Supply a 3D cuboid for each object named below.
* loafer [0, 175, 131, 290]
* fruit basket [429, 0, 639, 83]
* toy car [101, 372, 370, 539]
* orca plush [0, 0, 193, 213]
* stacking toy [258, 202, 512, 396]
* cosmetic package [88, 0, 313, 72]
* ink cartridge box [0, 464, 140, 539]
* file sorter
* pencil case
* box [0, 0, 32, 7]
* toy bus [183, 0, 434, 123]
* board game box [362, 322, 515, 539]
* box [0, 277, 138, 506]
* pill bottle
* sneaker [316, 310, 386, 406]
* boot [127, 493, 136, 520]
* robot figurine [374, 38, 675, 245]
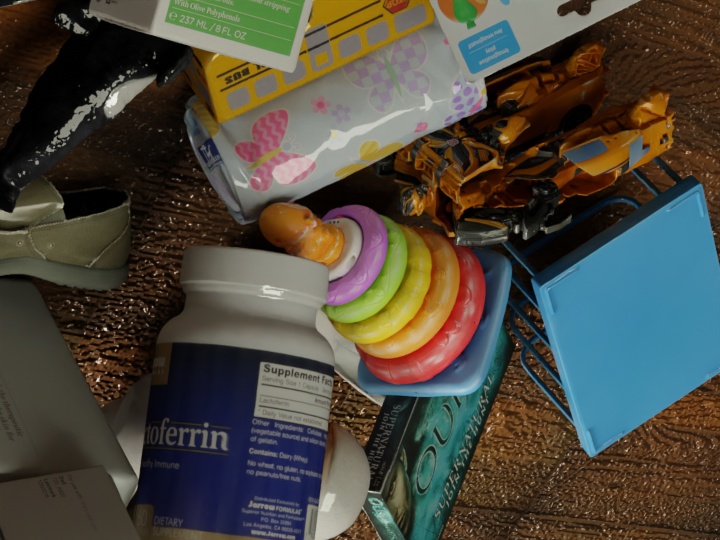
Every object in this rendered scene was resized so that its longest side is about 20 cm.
[{"bbox_3d":[-0.227,-0.037,1.635,0.199,0.075,0.070,7,112,-43],"label":"loafer"},{"bbox_3d":[0.105,-0.244,1.579,0.184,0.201,0.094,-26,-179,-11],"label":"fruit basket"},{"bbox_3d":[-0.087,0.105,1.779,0.174,0.151,0.200,20,159,-15],"label":"toy car"},{"bbox_3d":[-0.174,-0.133,1.561,0.200,0.105,0.071,-39,122,-1],"label":"orca plush"},{"bbox_3d":[0.000,0.000,1.716,0.200,0.116,0.110,33,64,-43],"label":"stacking toy"},{"bbox_3d":[-0.073,-0.228,1.492,0.107,0.085,0.201,11,97,-36],"label":"cosmetic package"},{"bbox_3d":[-0.236,0.207,1.529,0.199,0.084,0.147,-8,133,-26],"label":"ink cartridge box"},{"bbox_3d":[0.176,0.006,1.890,0.138,0.123,0.201,-32,138,-10],"label":"file sorter"},{"bbox_3d":[-0.016,-0.108,1.694,0.199,0.091,0.083,-25,165,-10],"label":"pencil case"},{"bbox_3d":[-0.225,-0.238,1.463,0.158,0.046,0.201,-15,134,-23],"label":"box"},{"bbox_3d":[-0.020,-0.175,1.643,0.199,0.065,0.079,-26,138,-11],"label":"toy bus"},{"bbox_3d":[0.055,0.104,1.874,0.135,0.028,0.201,63,43,-54],"label":"board game box"},{"bbox_3d":[-0.280,0.133,1.648,0.170,0.199,0.201,5,126,-37],"label":"box"},{"bbox_3d":[-0.076,0.090,1.617,0.115,0.115,0.202,14,79,-41],"label":"pill bottle"},{"bbox_3d":[-0.008,0.022,1.838,0.089,0.075,0.200,-53,140,-5],"label":"sneaker"},{"bbox_3d":[-0.138,0.207,1.846,0.199,0.146,0.071,1,126,-34],"label":"boot"},{"bbox_3d":[0.108,-0.087,1.760,0.199,0.145,0.059,-24,135,-27],"label":"robot figurine"}]
